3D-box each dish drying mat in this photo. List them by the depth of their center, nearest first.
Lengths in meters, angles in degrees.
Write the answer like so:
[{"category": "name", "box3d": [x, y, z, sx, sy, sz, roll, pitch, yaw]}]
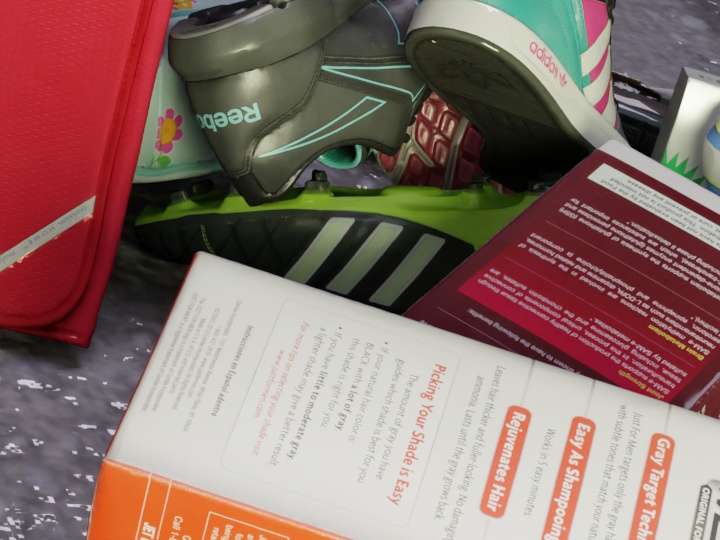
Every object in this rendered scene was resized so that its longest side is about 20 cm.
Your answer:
[{"category": "dish drying mat", "box3d": [-0.118, -0.075, 0.956, 0.077, 0.200, 0.018, 12, -6, 3]}]

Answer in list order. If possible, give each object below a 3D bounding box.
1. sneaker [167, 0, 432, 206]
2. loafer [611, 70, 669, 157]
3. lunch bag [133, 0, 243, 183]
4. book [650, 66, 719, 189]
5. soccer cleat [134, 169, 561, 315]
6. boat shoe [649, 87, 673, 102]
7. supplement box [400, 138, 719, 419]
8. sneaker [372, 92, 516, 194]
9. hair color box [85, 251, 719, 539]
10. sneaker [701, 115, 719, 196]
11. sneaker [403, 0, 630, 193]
[{"category": "sneaker", "box3d": [-0.003, -0.088, 1.027, 0.075, 0.079, 0.200, -6, 15, 43]}, {"category": "loafer", "box3d": [0.087, -0.087, 1.223, 0.200, 0.072, 0.063, 11, 56, 6]}, {"category": "lunch bag", "box3d": [-0.112, -0.086, 1.075, 0.160, 0.077, 0.200, 9, 13, 37]}, {"category": "book", "box3d": [0.215, 0.002, 1.080, 0.200, 0.134, 0.048, 16, 18, -3]}, {"category": "soccer cleat", "box3d": [0.000, 0.000, 1.027, 0.200, 0.081, 0.068, 2, 10, 16]}, {"category": "boat shoe", "box3d": [0.217, -0.062, 1.302, 0.200, 0.067, 0.074, -3, 31, -39]}, {"category": "supplement box", "box3d": [0.073, 0.044, 0.895, 0.109, 0.061, 0.200, 32, 50, 26]}, {"category": "sneaker", "box3d": [0.073, -0.045, 1.142, 0.200, 0.081, 0.075, 30, 4, -31]}, {"category": "hair color box", "box3d": [0.025, 0.074, 0.765, 0.200, 0.061, 0.102, 18, 43, 3]}, {"category": "sneaker", "box3d": [0.171, 0.027, 0.982, 0.105, 0.076, 0.200, -17, 71, -34]}, {"category": "sneaker", "box3d": [0.082, -0.106, 1.023, 0.083, 0.121, 0.200, 13, -16, 24]}]
